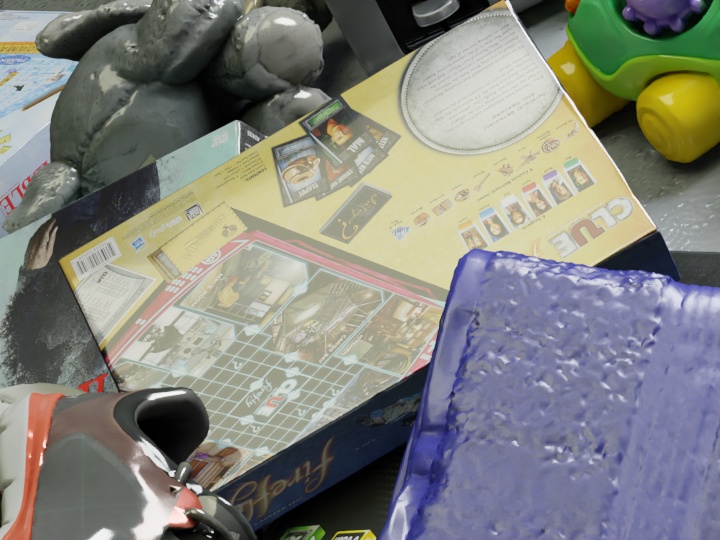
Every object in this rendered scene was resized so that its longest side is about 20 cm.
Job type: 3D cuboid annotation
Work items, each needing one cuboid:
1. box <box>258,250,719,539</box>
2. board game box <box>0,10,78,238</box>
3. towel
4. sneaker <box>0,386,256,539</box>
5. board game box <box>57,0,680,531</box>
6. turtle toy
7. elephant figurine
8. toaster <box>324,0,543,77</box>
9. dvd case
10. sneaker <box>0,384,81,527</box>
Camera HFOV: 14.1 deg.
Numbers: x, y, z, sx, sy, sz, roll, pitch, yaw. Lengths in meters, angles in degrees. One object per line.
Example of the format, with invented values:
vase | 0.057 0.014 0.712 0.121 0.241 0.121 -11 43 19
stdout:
box | 0.080 0.067 1.030 0.199 0.048 0.193 2 44 45
board game box | -0.215 -0.066 1.548 0.200 0.041 0.199 7 43 49
towel | 0.110 0.071 0.912 0.199 0.050 0.148 9 55 14
sneaker | -0.076 0.101 0.958 0.082 0.077 0.200 -16 40 6
board game box | 0.000 0.000 1.078 0.199 0.035 0.136 -30 51 1
turtle toy | 0.157 -0.125 1.234 0.146 0.101 0.200 -37 28 -17
elephant figurine | -0.085 -0.080 1.387 0.200 0.155 0.142 -134 62 -73
toaster | 0.051 -0.202 1.450 0.180 0.119 0.200 -24 27 6
dvd case | -0.097 0.050 1.148 0.146 0.022 0.201 -24 50 30
sneaker | -0.174 0.119 1.102 0.200 0.082 0.077 -32 26 -5
